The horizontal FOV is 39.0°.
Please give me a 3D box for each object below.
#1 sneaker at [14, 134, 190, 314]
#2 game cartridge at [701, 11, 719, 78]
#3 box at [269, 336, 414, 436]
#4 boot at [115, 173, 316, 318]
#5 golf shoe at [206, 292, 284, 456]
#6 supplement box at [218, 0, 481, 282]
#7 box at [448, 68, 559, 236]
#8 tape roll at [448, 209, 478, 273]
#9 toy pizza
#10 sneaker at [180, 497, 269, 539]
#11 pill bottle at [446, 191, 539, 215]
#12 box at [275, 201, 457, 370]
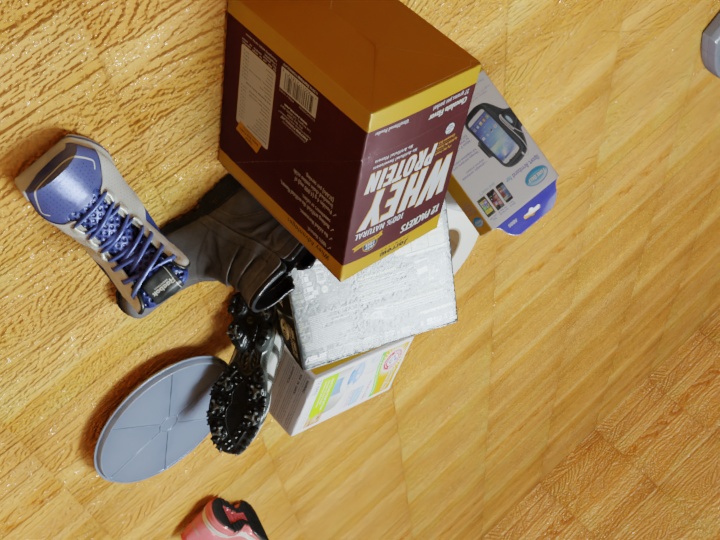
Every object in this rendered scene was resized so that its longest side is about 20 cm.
[{"bbox_3d":[-0.209,-0.030,0.906,0.081,0.115,0.200,-44,152,-8],"label":"sneaker"},{"bbox_3d":[0.658,-0.411,1.788,0.134,0.040,0.200,-49,154,10],"label":"game cartridge"},{"bbox_3d":[-0.039,0.123,1.384,0.199,0.101,0.113,-19,142,-45],"label":"box"},{"bbox_3d":[-0.144,0.000,1.026,0.200,0.132,0.070,-45,154,-5],"label":"boot"},{"bbox_3d":[-0.126,0.123,1.227,0.094,0.077,0.202,7,97,-72],"label":"golf shoe"},{"bbox_3d":[-0.019,-0.142,0.948,0.132,0.197,0.201,-29,149,-32],"label":"supplement box"},{"bbox_3d":[0.147,-0.138,1.216,0.119,0.201,0.041,-37,-176,-20],"label":"box"},{"bbox_3d":[0.094,-0.027,1.455,0.202,0.037,0.204,-36,151,-24],"label":"tape roll"},{"bbox_3d":[-0.240,0.176,1.233,0.199,0.032,0.201,-35,150,-24],"label":"toy pizza"},{"bbox_3d":[-0.211,0.403,1.564,0.086,0.074,0.200,-35,150,5],"label":"sneaker"},{"bbox_3d":[0.174,-0.128,1.353,0.114,0.114,0.199,-56,152,16],"label":"pill bottle"},{"bbox_3d":[0.000,0.000,1.165,0.198,0.086,0.165,-17,118,-15],"label":"box"}]
